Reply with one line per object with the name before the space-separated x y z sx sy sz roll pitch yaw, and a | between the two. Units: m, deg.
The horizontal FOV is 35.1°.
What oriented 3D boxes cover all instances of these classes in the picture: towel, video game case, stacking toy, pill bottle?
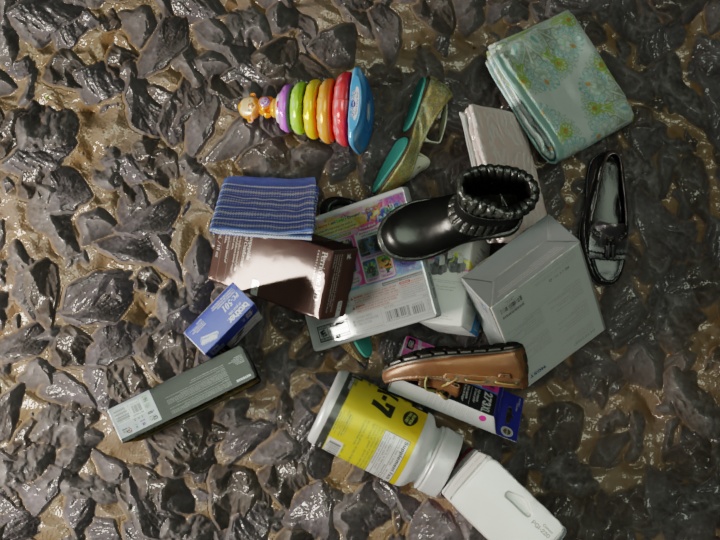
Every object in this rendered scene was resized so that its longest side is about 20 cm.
towel | -0.132 -0.093 1.605 0.143 0.200 0.024 3 114 -2
towel | 0.296 -0.274 1.686 0.170 0.048 0.201 -29 85 -23
video game case | 0.000 0.000 1.584 0.198 0.024 0.184 -17 84 25
stacking toy | -0.085 -0.238 1.671 0.198 0.110 0.117 4 85 9
pill bottle | 0.036 0.232 1.601 0.199 0.114 0.115 26 83 0
towel | 0.210 -0.133 1.630 0.032 0.190 0.202 -15 83 31

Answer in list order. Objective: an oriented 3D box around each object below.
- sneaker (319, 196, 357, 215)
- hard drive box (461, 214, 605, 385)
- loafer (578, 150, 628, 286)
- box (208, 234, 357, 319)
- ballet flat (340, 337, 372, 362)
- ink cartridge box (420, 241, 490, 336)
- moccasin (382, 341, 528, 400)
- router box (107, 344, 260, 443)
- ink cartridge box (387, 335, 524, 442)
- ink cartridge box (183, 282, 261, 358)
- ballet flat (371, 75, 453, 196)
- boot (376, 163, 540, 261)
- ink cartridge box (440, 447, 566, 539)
sneaker | 0.022 -0.040 1.640 0.199 0.100 0.070 33 85 2
hard drive box | 0.245 0.047 1.590 0.155 0.201 0.077 -35 45 -7
loafer | 0.362 -0.079 1.679 0.071 0.063 0.202 2 83 -2
box | -0.110 -0.008 1.585 0.198 0.075 0.101 17 102 27
ballet flat | -0.043 0.045 1.655 0.065 0.070 0.202 -23 81 22
ink cartridge box | 0.140 -0.014 1.630 0.067 0.115 0.202 6 82 18
moccasin | 0.128 0.142 1.544 0.199 0.074 0.079 -5 96 8
router box | -0.239 0.172 1.575 0.199 0.157 0.053 -26 84 -5
ink cartridge box | 0.142 0.169 1.628 0.198 0.037 0.095 24 38 -1
ink cartridge box | -0.186 0.075 1.567 0.044 0.200 0.094 44 83 4
ballet flat | 0.083 -0.189 1.684 0.070 0.071 0.202 23 83 1
boot | 0.121 -0.075 1.461 0.209 0.158 0.080 -15 82 1
ink cartridge box | 0.188 0.323 1.553 0.146 0.200 0.085 43 83 3
